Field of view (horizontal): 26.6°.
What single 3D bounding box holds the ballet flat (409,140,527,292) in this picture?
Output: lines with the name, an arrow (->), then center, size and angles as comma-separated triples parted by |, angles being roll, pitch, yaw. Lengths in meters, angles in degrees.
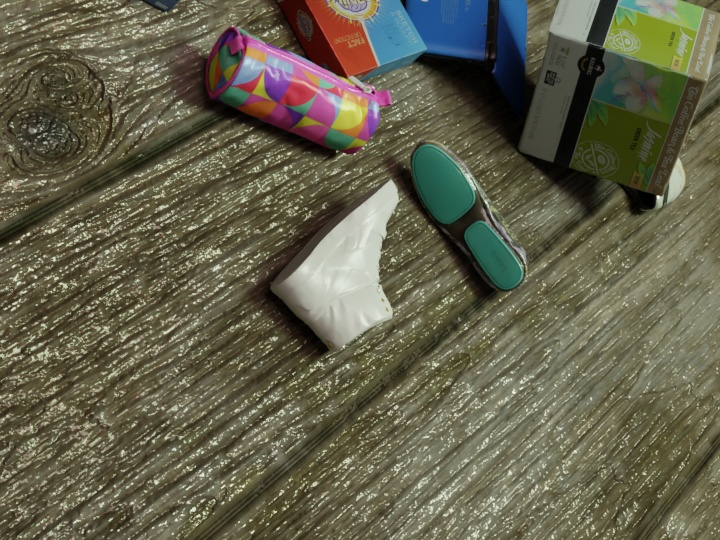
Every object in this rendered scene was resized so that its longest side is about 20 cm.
ballet flat -> 0.125, -0.064, 1.762 | 0.201, 0.072, 0.072 | 55, 45, -2

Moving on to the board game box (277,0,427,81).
board game box -> -0.026, -0.319, 1.779 | 0.152, 0.040, 0.201 | -26, 85, -45

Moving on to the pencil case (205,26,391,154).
pencil case -> -0.069, -0.194, 1.646 | 0.199, 0.088, 0.089 | 17, 57, -32

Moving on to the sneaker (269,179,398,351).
sneaker -> 0.000, 0.000, 1.612 | 0.116, 0.073, 0.200 | 49, 55, -10

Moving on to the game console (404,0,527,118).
game console -> 0.136, -0.311, 1.930 | 0.169, 0.119, 0.202 | 7, 57, -2

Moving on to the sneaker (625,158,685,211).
sneaker -> 0.351, -0.169, 1.994 | 0.201, 0.075, 0.088 | 54, 45, -2

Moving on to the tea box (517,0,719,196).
tea box -> 0.315, -0.228, 1.862 | 0.195, 0.201, 0.134 | 17, 50, 7

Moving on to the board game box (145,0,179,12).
board game box -> -0.269, -0.376, 1.607 | 0.199, 0.034, 0.137 | 26, 53, -27
